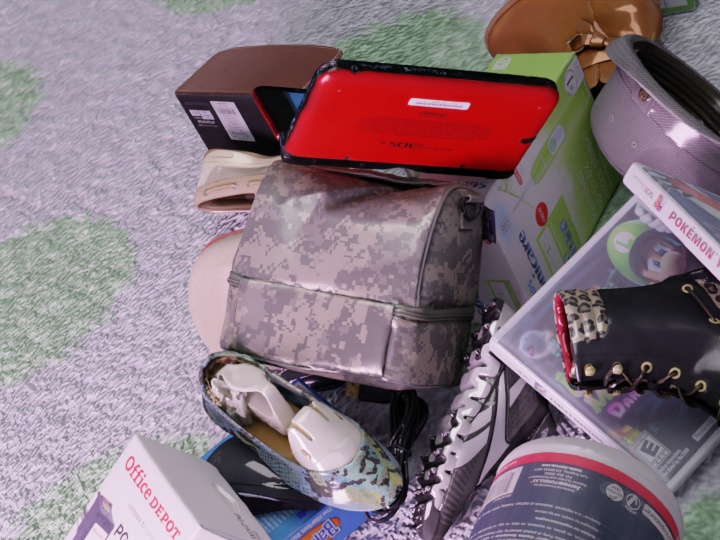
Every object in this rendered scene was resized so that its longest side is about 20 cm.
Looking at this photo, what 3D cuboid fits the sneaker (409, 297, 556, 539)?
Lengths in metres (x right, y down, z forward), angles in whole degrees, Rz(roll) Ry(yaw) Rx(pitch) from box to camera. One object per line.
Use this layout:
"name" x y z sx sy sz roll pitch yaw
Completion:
"sneaker" 0.107 0.127 1.442 0.066 0.090 0.201 135 159 -74

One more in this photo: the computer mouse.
"computer mouse" -0.043 0.134 1.477 0.199 0.046 0.141 -3 44 29

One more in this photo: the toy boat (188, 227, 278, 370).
"toy boat" -0.055 0.013 1.673 0.199 0.131 0.131 -12 8 21

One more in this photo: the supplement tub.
"supplement tub" 0.129 0.227 1.246 0.140 0.141 0.201 -1 44 33

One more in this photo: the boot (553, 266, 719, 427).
"boot" 0.232 0.087 1.344 0.153 0.074 0.205 -6 55 -6

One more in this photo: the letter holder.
"letter holder" -0.067 -0.187 1.904 0.199 0.101 0.142 7 47 46

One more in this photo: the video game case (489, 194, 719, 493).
"video game case" 0.231 0.048 1.419 0.182 0.023 0.200 40 70 19

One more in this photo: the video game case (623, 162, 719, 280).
"video game case" 0.315 -0.006 1.381 0.023 0.199 0.182 -61 31 18

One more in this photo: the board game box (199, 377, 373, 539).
"board game box" -0.082 0.193 1.510 0.200 0.045 0.152 -37 37 -14

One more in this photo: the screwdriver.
"screwdriver" 0.019 0.077 1.593 0.199 0.029 0.028 -17 37 24

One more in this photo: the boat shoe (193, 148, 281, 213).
"boat shoe" -0.076 -0.078 1.822 0.199 0.072 0.065 7 69 27

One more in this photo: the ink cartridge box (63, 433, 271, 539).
"ink cartridge box" -0.171 0.248 1.404 0.201 0.084 0.145 -56 37 6

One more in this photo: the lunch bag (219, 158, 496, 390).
"lunch bag" 0.000 0.000 1.492 0.199 0.169 0.139 10 5 29

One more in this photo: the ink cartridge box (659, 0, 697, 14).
"ink cartridge box" 0.251 -0.305 1.883 0.199 0.059 0.104 -7 42 28

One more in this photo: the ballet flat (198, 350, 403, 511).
"ballet flat" -0.054 0.120 1.419 0.199 0.074 0.074 25 60 32

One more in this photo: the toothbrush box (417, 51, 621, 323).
"toothbrush box" 0.138 -0.073 1.602 0.086 0.146 0.200 4 46 37

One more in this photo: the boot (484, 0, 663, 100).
"boot" 0.203 -0.210 1.795 0.199 0.074 0.156 -23 48 34

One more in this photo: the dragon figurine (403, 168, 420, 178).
"dragon figurine" 0.085 -0.061 1.678 0.059 0.099 0.201 -34 40 14

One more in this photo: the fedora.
"fedora" 0.271 -0.114 1.583 0.200 0.176 0.090 48 114 24

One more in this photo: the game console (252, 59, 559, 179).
"game console" 0.032 -0.143 1.463 0.199 0.173 0.119 2 57 -20
